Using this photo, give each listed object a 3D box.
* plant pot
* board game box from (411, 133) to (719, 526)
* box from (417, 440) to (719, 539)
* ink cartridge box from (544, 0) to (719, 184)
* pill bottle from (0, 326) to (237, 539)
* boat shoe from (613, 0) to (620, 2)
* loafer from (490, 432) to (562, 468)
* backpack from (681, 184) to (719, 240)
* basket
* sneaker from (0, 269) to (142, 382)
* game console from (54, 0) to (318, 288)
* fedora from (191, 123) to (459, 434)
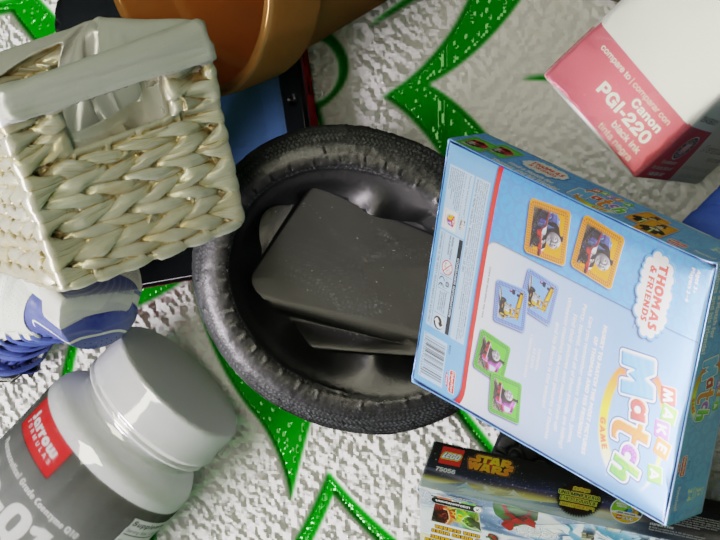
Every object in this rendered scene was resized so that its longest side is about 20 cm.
[{"bbox_3d":[-0.052,-0.214,1.418,0.200,0.140,0.201,31,129,47],"label":"plant pot"},{"bbox_3d":[0.116,0.028,1.310,0.200,0.037,0.152,29,119,42],"label":"board game box"},{"bbox_3d":[0.133,0.174,1.383,0.199,0.040,0.137,12,137,12],"label":"box"},{"bbox_3d":[0.219,-0.144,1.347,0.200,0.146,0.085,-45,75,16],"label":"ink cartridge box"},{"bbox_3d":[-0.180,0.137,1.523,0.200,0.114,0.114,-46,75,16],"label":"pill bottle"},{"bbox_3d":[0.104,-0.218,1.439,0.199,0.072,0.068,23,84,20],"label":"boat shoe"},{"bbox_3d":[0.128,0.066,1.423,0.068,0.070,0.201,28,104,13],"label":"loafer"},{"bbox_3d":[0.265,0.029,1.325,0.200,0.163,0.168,31,65,22],"label":"backpack"},{"bbox_3d":[-0.162,-0.070,1.391,0.135,0.200,0.124,-21,104,-20],"label":"basket"},{"bbox_3d":[-0.212,0.028,1.541,0.199,0.080,0.116,30,117,49],"label":"sneaker"},{"bbox_3d":[-0.109,-0.095,1.539,0.176,0.031,0.201,-9,86,21],"label":"game console"},{"bbox_3d":[0.000,0.000,1.452,0.200,0.092,0.201,1,101,3],"label":"fedora"}]
